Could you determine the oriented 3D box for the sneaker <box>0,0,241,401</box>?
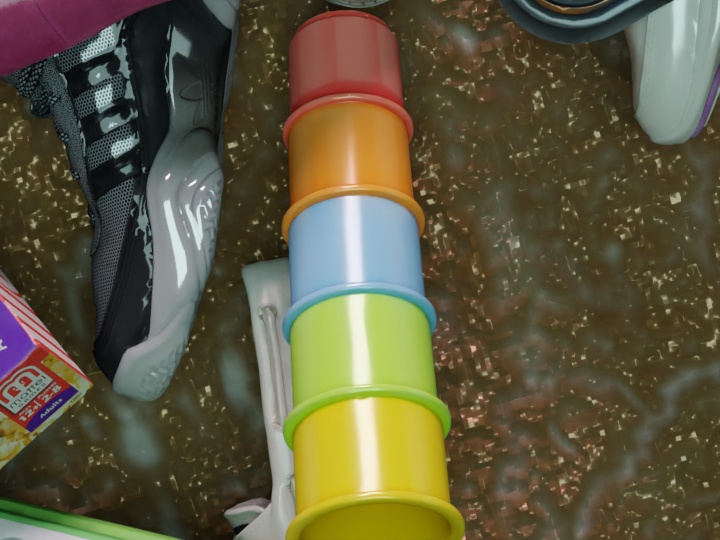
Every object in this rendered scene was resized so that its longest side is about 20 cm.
[{"bbox_3d":[-0.102,-0.058,1.031,0.113,0.075,0.202,6,90,-3],"label":"sneaker"}]

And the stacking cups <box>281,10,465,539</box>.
[{"bbox_3d":[0.000,0.000,0.999,0.060,0.061,0.201,-1,62,-3],"label":"stacking cups"}]

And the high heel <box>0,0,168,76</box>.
[{"bbox_3d":[-0.088,-0.097,0.978,0.199,0.096,0.068,-16,60,-21],"label":"high heel"}]

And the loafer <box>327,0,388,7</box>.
[{"bbox_3d":[-0.019,-0.191,1.021,0.069,0.070,0.201,-19,96,-1],"label":"loafer"}]

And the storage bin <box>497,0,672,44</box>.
[{"bbox_3d":[0.116,-0.163,0.933,0.199,0.134,0.146,-29,87,4],"label":"storage bin"}]

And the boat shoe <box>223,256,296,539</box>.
[{"bbox_3d":[-0.017,0.094,1.052,0.065,0.072,0.202,-1,95,1],"label":"boat shoe"}]

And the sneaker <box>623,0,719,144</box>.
[{"bbox_3d":[0.088,-0.143,1.040,0.099,0.075,0.202,-5,88,5],"label":"sneaker"}]

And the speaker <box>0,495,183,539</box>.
[{"bbox_3d":[-0.089,0.128,1.010,0.199,0.088,0.089,11,96,22],"label":"speaker"}]

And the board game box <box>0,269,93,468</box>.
[{"bbox_3d":[-0.212,0.050,1.010,0.200,0.046,0.152,-43,61,1],"label":"board game box"}]
